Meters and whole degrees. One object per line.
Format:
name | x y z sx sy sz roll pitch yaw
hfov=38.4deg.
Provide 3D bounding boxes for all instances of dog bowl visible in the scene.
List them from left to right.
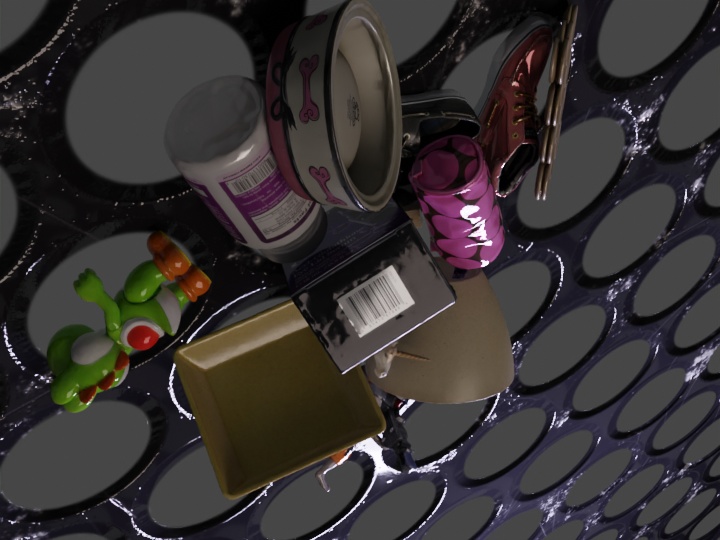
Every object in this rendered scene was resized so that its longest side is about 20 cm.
dog bowl | -0.024 -0.153 0.985 0.073 0.202 0.200 -2 151 20

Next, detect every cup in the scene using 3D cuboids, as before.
cup | 0.106 0.065 1.353 0.199 0.200 0.145 -12 112 -33

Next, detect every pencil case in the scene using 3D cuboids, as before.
pencil case | 0.110 -0.073 1.188 0.093 0.092 0.200 4 153 16

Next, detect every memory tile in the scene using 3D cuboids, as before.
memory tile | 0.226 -0.195 1.202 0.154 0.017 0.202 -66 162 -51

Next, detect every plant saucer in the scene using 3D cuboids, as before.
plant saucer | -0.095 0.147 1.208 0.198 0.201 0.049 -22 152 -8

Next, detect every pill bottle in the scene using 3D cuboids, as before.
pill bottle | -0.104 -0.091 1.029 0.112 0.112 0.200 -37 145 -3

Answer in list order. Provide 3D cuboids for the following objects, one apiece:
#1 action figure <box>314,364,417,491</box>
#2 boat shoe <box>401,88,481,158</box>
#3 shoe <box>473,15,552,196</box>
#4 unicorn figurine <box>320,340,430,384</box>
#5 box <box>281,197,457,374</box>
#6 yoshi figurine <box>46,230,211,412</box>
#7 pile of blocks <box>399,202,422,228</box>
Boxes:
action figure | -0.003 0.205 1.400 0.193 0.200 0.104 -45 125 7
boat shoe | 0.048 -0.155 1.144 0.199 0.057 0.069 -19 140 -27
shoe | 0.185 -0.187 1.205 0.071 0.091 0.201 -2 131 -41
unicorn figurine | -0.032 0.128 1.296 0.074 0.199 0.138 45 71 -34
box | 0.000 0.000 1.123 0.147 0.200 0.105 -33 110 0
yoshi figurine | -0.259 0.052 1.086 0.200 0.112 0.112 -49 -173 -10
pile of blocks | 0.020 -0.001 1.276 0.082 0.062 0.200 37 109 -8
